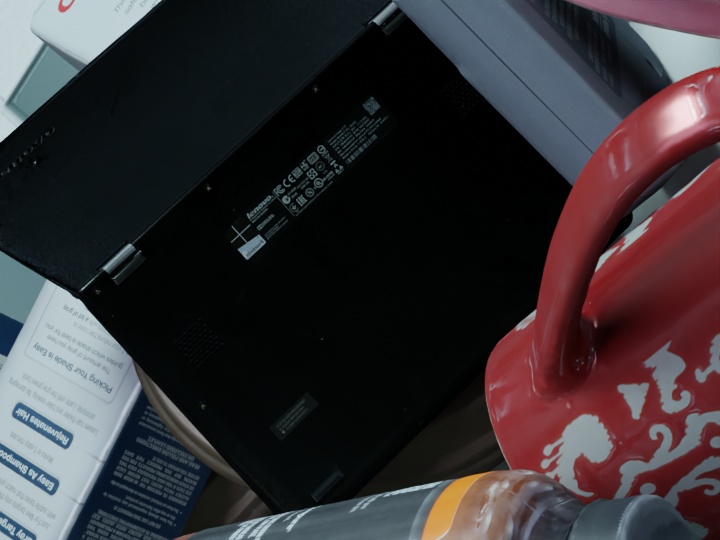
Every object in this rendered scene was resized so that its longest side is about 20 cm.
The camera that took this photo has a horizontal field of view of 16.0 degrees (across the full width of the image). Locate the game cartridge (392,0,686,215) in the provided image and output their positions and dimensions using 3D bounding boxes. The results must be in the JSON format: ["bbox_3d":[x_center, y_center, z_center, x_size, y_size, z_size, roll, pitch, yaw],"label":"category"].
[{"bbox_3d":[0.073,-0.088,0.999,0.040,0.133,0.200,-47,8,16],"label":"game cartridge"}]

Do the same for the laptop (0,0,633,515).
[{"bbox_3d":[-0.034,-0.024,1.030,0.187,0.200,0.116,-43,2,-15],"label":"laptop"}]

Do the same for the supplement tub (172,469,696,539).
[{"bbox_3d":[0.020,0.129,0.892,0.199,0.107,0.108,-14,58,32],"label":"supplement tub"}]

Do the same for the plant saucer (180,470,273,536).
[{"bbox_3d":[-0.085,0.046,1.205,0.199,0.029,0.201,-23,54,35],"label":"plant saucer"}]

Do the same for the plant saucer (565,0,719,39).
[{"bbox_3d":[0.143,-0.122,0.962,0.200,0.200,0.051,25,113,49],"label":"plant saucer"}]

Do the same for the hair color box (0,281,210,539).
[{"bbox_3d":[-0.115,0.067,1.143,0.100,0.060,0.201,24,85,49],"label":"hair color box"}]

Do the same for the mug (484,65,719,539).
[{"bbox_3d":[0.136,0.002,0.907,0.200,0.177,0.134,-38,17,30],"label":"mug"}]

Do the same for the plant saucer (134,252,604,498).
[{"bbox_3d":[0.000,0.000,1.041,0.199,0.030,0.201,-4,59,6],"label":"plant saucer"}]

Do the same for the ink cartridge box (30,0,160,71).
[{"bbox_3d":[-0.048,-0.127,1.216,0.200,0.085,0.145,31,84,48],"label":"ink cartridge box"}]

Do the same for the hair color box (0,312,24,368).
[{"bbox_3d":[-0.247,0.099,1.314,0.199,0.060,0.101,-26,51,34],"label":"hair color box"}]
